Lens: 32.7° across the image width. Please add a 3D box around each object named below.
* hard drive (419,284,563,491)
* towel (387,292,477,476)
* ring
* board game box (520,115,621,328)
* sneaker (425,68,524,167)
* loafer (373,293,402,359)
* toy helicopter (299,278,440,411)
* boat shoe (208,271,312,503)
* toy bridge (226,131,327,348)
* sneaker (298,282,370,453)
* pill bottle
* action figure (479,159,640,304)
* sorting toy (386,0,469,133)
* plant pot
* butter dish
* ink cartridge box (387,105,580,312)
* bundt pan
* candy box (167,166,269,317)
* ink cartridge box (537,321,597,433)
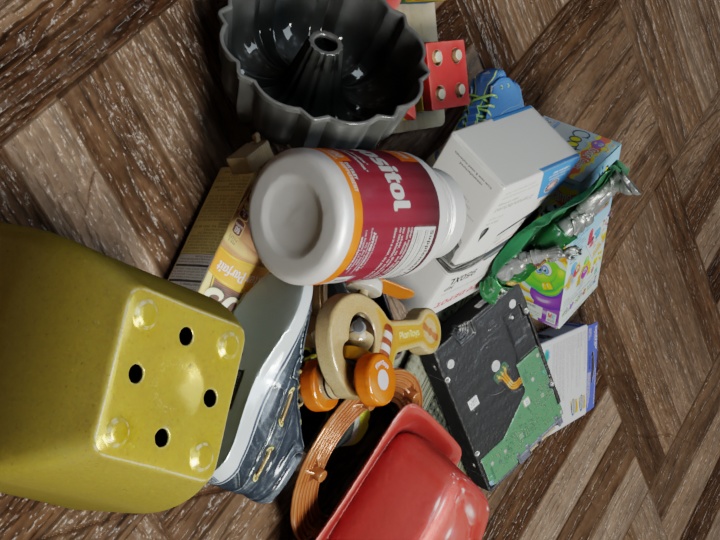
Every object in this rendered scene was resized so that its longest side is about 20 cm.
[{"bbox_3d":[0.149,0.127,1.375,0.139,0.038,0.202,-38,120,-25],"label":"hard drive"},{"bbox_3d":[0.102,0.124,1.400,0.193,0.034,0.202,56,50,-38],"label":"towel"},{"bbox_3d":[0.003,0.191,1.228,0.200,0.019,0.203,-38,143,-36],"label":"ring"},{"bbox_3d":[0.220,-0.055,1.419,0.105,0.102,0.202,-39,143,-41],"label":"board game box"},{"bbox_3d":[0.128,-0.168,1.388,0.199,0.075,0.107,-27,109,-52],"label":"sneaker"},{"bbox_3d":[0.000,0.000,1.247,0.072,0.062,0.203,-31,114,-44],"label":"loafer"},{"bbox_3d":[0.018,0.054,1.155,0.199,0.078,0.135,-5,86,-57],"label":"toy helicopter"},{"bbox_3d":[-0.079,0.100,1.078,0.091,0.070,0.203,39,69,-47],"label":"boat shoe"},{"bbox_3d":[-0.063,-0.033,1.117,0.067,0.027,0.203,-43,124,-44],"label":"toy bridge"},{"bbox_3d":[-0.037,0.085,1.194,0.084,0.074,0.204,-22,108,-52],"label":"sneaker"},{"bbox_3d":[0.004,-0.049,1.078,0.199,0.112,0.115,-5,95,-52],"label":"pill bottle"},{"bbox_3d":[0.201,-0.033,1.289,0.055,0.200,0.118,55,23,14],"label":"action figure"},{"bbox_3d":[0.033,-0.244,1.274,0.197,0.069,0.204,-16,103,-48],"label":"sorting toy"},{"bbox_3d":[-0.199,0.081,0.918,0.194,0.198,0.197,26,72,-47],"label":"plant pot"},{"bbox_3d":[0.065,0.264,1.220,0.201,0.147,0.200,-55,150,-8],"label":"butter dish"},{"bbox_3d":[0.118,-0.059,1.280,0.144,0.084,0.201,-24,154,-44],"label":"ink cartridge box"},{"bbox_3d":[-0.041,-0.182,1.127,0.202,0.201,0.076,-43,165,-39],"label":"bundt pan"},{"bbox_3d":[-0.116,0.020,1.119,0.115,0.055,0.202,44,58,-41],"label":"candy box"},{"bbox_3d":[0.240,0.135,1.532,0.199,0.041,0.122,-13,106,-53],"label":"ink cartridge box"}]
